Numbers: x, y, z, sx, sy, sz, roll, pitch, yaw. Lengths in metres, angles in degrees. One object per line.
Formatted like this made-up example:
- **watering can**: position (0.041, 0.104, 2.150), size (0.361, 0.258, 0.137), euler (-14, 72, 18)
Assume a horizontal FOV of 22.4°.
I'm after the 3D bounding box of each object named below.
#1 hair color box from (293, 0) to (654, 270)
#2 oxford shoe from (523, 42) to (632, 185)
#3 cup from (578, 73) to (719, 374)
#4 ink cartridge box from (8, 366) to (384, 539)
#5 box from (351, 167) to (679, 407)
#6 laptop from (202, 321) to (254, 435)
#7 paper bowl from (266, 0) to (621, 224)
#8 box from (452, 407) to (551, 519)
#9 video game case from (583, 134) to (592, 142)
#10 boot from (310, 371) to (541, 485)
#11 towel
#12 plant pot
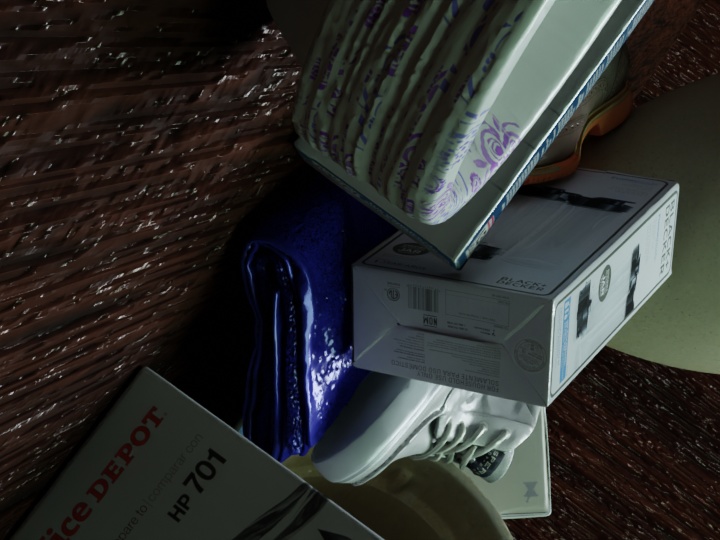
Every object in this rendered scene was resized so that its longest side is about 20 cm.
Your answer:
- **hair color box**: position (0.066, -0.110, 0.895), size (0.200, 0.100, 0.061), euler (-54, 174, -2)
- **oxford shoe**: position (0.105, -0.104, 1.073), size (0.200, 0.071, 0.073), euler (-42, 136, -55)
- **cup**: position (0.194, -0.022, 1.152), size (0.143, 0.200, 0.200), euler (-8, 154, -17)
- **ink cartridge box**: position (-0.069, 0.167, 0.907), size (0.147, 0.200, 0.086), euler (-53, 171, -10)
- **box**: position (0.090, -0.001, 0.998), size (0.200, 0.117, 0.060), euler (-38, 133, -56)
- **laptop**: position (-0.051, 0.121, 1.114), size (0.187, 0.116, 0.200), euler (-58, -170, 24)
- **paper bowl**: position (0.042, -0.125, 0.657), size (0.201, 0.104, 0.201), euler (-52, 172, -10)
- **box**: position (0.057, 0.130, 1.224), size (0.200, 0.095, 0.078), euler (145, -55, -76)
- **video game case**: position (0.104, -0.011, 1.195), size (0.143, 0.018, 0.200), euler (9, 100, -51)
- **boot**: position (0.052, 0.084, 1.037), size (0.074, 0.096, 0.200), euler (-29, -169, 40)
- **towel**: position (0.000, 0.000, 0.996), size (0.200, 0.050, 0.148), euler (-50, 149, -49)
- **plant pot**: position (-0.029, 0.218, 1.080), size (0.200, 0.200, 0.184), euler (-49, 178, -38)
